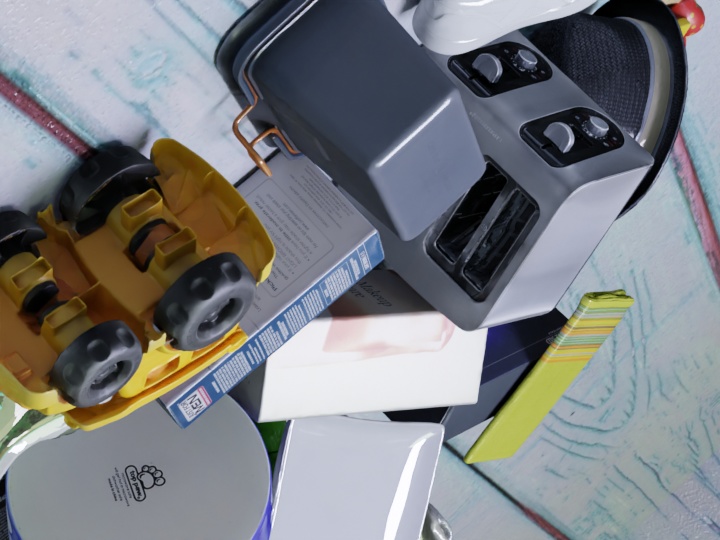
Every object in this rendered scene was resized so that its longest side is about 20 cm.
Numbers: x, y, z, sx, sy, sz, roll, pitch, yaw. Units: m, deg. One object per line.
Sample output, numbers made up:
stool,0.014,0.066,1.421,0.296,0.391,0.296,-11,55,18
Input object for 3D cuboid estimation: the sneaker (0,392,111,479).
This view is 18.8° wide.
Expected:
sneaker,-0.257,0.090,1.504,0.200,0.077,0.089,-36,146,-35

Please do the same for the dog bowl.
dog bowl,-0.165,0.174,1.633,0.200,0.200,0.079,-35,156,-23

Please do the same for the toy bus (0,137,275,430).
toy bus,-0.171,0.037,1.441,0.200,0.136,0.192,-32,157,-27

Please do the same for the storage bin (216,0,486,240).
storage bin,-0.001,-0.105,1.489,0.146,0.134,0.200,-42,159,-4

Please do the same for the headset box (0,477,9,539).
headset box,-0.223,0.269,1.711,0.075,0.200,0.149,-36,158,-20

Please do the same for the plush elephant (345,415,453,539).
plush elephant,-0.015,0.224,1.887,0.200,0.165,0.155,-32,155,-51

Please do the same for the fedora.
fedora,0.177,-0.137,1.766,0.092,0.201,0.201,14,125,-32

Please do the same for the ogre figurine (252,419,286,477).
ogre figurine,-0.123,0.174,1.759,0.200,0.120,0.098,-28,154,-38

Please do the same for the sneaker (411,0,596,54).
sneaker,0.133,-0.236,1.571,0.200,0.074,0.116,-32,160,-27

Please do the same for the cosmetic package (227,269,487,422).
cosmetic package,-0.010,0.056,1.715,0.200,0.103,0.087,-3,111,-31

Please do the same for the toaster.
toaster,0.097,-0.067,1.692,0.119,0.181,0.200,-14,144,-49

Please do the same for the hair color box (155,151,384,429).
hair color box,-0.090,0.011,1.597,0.200,0.100,0.061,-40,160,-9

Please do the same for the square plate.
square plate,-0.020,0.212,1.765,0.200,0.028,0.198,10,94,-51

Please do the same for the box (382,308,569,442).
box,0.086,0.065,1.985,0.200,0.141,0.079,-23,152,-46

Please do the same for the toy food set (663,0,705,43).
toy food set,0.231,-0.165,1.937,0.198,0.049,0.200,-23,152,-45

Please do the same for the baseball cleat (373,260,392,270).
baseball cleat,0.000,0.000,1.826,0.200,0.070,0.107,-18,132,-54

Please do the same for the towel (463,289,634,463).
towel,0.169,0.096,1.983,0.086,0.018,0.200,2,129,-55
